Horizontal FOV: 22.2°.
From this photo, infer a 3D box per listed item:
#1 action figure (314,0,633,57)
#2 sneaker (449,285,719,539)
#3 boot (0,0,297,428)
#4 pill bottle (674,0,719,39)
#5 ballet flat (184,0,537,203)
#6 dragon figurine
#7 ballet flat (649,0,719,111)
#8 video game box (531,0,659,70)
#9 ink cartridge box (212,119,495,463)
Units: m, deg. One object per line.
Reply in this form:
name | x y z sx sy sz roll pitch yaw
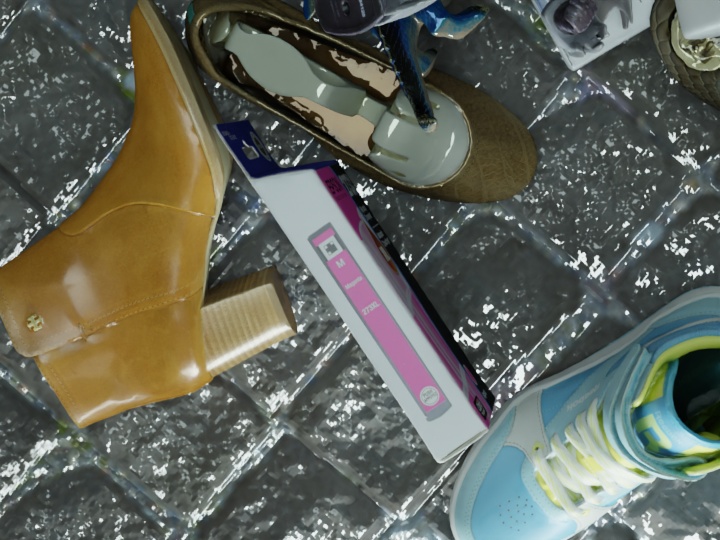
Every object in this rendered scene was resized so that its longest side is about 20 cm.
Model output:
action figure | 0.067 -0.156 0.845 0.199 0.069 0.131 -17 86 -29
sneaker | 0.121 0.086 0.910 0.200 0.131 0.080 -41 92 10
boot | -0.131 -0.026 0.956 0.143 0.071 0.202 -20 99 5
pill bottle | 0.171 -0.213 0.829 0.113 0.114 0.202 -11 91 8
ballet flat | -0.004 -0.087 0.934 0.199 0.072 0.068 30 102 2
dragon figurine | 0.009 -0.147 0.897 0.099 0.201 0.059 29 139 -20
ballet flat | 0.227 -0.077 0.903 0.200 0.046 0.067 37 109 -11
video game box | 0.137 -0.230 0.917 0.181 0.047 0.201 -30 92 6
ink cartridge box | 0.000 0.000 0.932 0.037 0.095 0.201 -36 91 9
